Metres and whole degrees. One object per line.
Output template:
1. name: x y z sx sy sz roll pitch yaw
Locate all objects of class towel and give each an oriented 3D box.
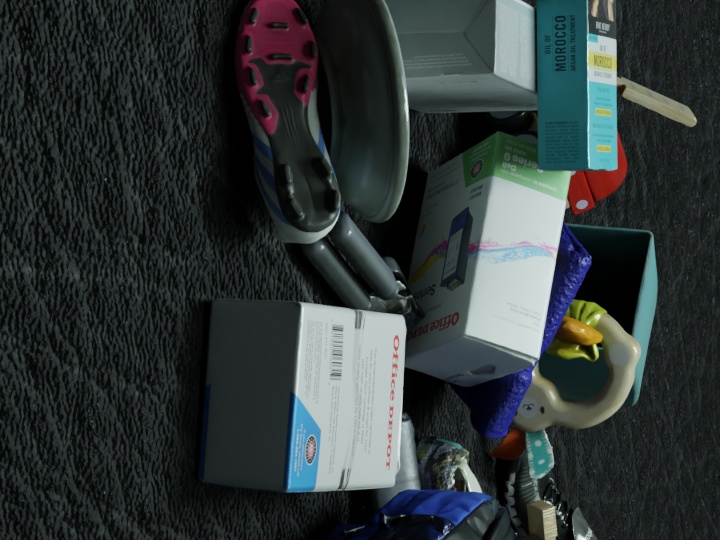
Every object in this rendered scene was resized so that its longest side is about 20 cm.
1. towel: 0.151 0.047 1.905 0.200 0.049 0.148 -65 -158 16

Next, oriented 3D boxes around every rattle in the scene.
1. rattle: 0.184 0.132 2.012 0.200 0.130 0.143 -50 -173 16

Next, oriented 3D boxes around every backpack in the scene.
1. backpack: 0.040 0.267 1.706 0.200 0.167 0.163 -33 123 -53

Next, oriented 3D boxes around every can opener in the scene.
1. can opener: 0.000 0.000 1.769 0.200 0.053 0.067 52 14 -53

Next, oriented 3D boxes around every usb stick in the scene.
1. usb stick: 0.034 0.228 1.813 0.055 0.033 0.201 -8 91 -29

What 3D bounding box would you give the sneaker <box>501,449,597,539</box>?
1. sneaker: 0.207 0.268 2.154 0.066 0.090 0.201 -50 135 -53

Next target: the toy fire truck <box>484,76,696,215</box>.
1. toy fire truck: 0.235 -0.141 2.018 0.176 0.199 0.129 -105 173 -47

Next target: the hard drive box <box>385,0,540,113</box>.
1. hard drive box: 0.085 -0.191 1.795 0.200 0.155 0.077 11 81 -65

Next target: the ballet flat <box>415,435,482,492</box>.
1. ballet flat: 0.090 0.255 1.933 0.072 0.072 0.201 -37 124 -59

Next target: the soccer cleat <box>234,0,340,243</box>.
1. soccer cleat: -0.066 -0.116 1.602 0.086 0.070 0.201 147 -66 -68

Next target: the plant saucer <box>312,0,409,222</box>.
1. plant saucer: -0.014 -0.136 1.636 0.200 0.050 0.201 172 -90 -74

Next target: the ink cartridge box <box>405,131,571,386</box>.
1. ink cartridge box: 0.112 -0.007 1.858 0.087 0.145 0.201 17 71 -21

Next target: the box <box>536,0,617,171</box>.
1. box: 0.191 -0.188 1.782 0.082 0.049 0.201 -5 95 -65

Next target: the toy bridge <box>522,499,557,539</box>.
1. toy bridge: 0.104 0.273 1.892 0.199 0.027 0.067 -14 107 -30

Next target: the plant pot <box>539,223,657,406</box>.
1. plant pot: 0.247 0.061 2.178 0.200 0.141 0.142 61 39 -58

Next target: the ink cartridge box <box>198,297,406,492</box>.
1. ink cartridge box: -0.042 0.101 1.625 0.200 0.084 0.147 12 81 -65
